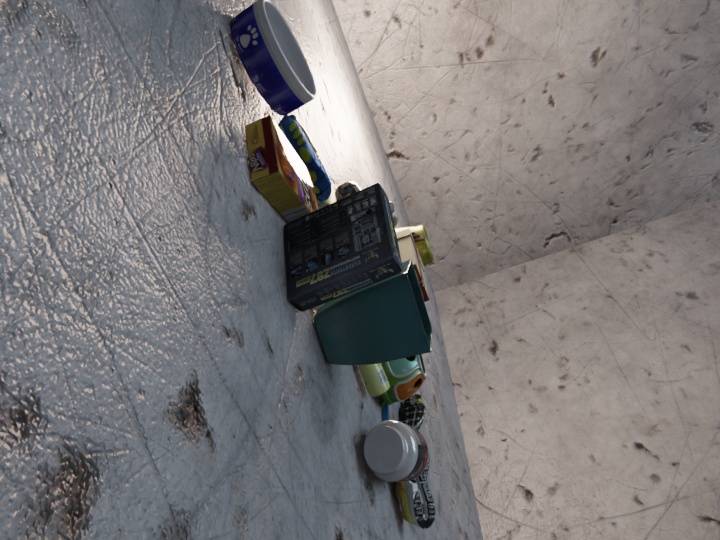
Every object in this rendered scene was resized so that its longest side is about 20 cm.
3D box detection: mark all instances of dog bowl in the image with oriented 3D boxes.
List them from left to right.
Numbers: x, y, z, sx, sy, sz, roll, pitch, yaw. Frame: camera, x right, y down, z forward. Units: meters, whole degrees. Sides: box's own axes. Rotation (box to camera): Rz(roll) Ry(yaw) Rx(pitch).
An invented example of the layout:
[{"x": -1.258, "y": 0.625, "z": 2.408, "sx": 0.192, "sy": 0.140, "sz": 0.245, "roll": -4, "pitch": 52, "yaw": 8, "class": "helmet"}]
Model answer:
[{"x": -0.165, "y": -0.411, "z": 1.069, "sx": 0.203, "sy": 0.077, "sz": 0.202, "roll": 59, "pitch": 15, "yaw": -26, "class": "dog bowl"}]

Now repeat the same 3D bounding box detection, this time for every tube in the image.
[{"x": -0.080, "y": -0.179, "z": 1.307, "sx": 0.202, "sy": 0.050, "sz": 0.059, "roll": -97, "pitch": -152, "yaw": -59, "class": "tube"}, {"x": 0.006, "y": 0.169, "z": 1.200, "sx": 0.057, "sy": 0.051, "sz": 0.206, "roll": -13, "pitch": -81, "yaw": 60, "class": "tube"}]

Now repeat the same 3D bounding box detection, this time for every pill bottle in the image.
[{"x": 0.069, "y": 0.361, "z": 1.100, "sx": 0.200, "sy": 0.107, "sz": 0.114, "roll": 48, "pitch": 26, "yaw": -64, "class": "pill bottle"}]

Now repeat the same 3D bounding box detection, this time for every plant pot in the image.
[{"x": 0.021, "y": 0.089, "z": 1.024, "sx": 0.141, "sy": 0.194, "sz": 0.146, "roll": -50, "pitch": 122, "yaw": -76, "class": "plant pot"}, {"x": 0.149, "y": -0.065, "z": 1.907, "sx": 0.200, "sy": 0.187, "sz": 0.207, "roll": -17, "pitch": 90, "yaw": -78, "class": "plant pot"}]

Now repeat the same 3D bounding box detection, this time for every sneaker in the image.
[{"x": -0.111, "y": -0.238, "z": 1.168, "sx": 0.084, "sy": 0.069, "sz": 0.203, "roll": -79, "pitch": 148, "yaw": -55, "class": "sneaker"}, {"x": 0.106, "y": 0.462, "z": 1.228, "sx": 0.076, "sy": 0.090, "sz": 0.207, "roll": 8, "pitch": 68, "yaw": -30, "class": "sneaker"}, {"x": 0.154, "y": 0.414, "z": 1.554, "sx": 0.200, "sy": 0.075, "sz": 0.083, "roll": -33, "pitch": 114, "yaw": -79, "class": "sneaker"}]

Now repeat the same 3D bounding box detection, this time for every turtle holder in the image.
[{"x": 0.089, "y": 0.227, "z": 1.338, "sx": 0.187, "sy": 0.128, "sz": 0.144, "roll": -84, "pitch": 154, "yaw": -63, "class": "turtle holder"}]

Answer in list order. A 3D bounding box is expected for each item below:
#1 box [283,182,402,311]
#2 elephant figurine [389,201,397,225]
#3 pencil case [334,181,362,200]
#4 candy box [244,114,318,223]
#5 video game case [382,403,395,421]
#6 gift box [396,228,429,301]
[{"x": -0.035, "y": -0.039, "z": 0.931, "sx": 0.051, "sy": 0.195, "sz": 0.162, "roll": 47, "pitch": 27, "yaw": -50, "class": "box"}, {"x": 0.023, "y": -0.141, "z": 1.591, "sx": 0.199, "sy": 0.150, "sz": 0.147, "roll": -161, "pitch": -93, "yaw": -73, "class": "elephant figurine"}, {"x": 0.007, "y": -0.152, "z": 1.433, "sx": 0.201, "sy": 0.077, "sz": 0.090, "roll": 50, "pitch": -8, "yaw": 35, "class": "pencil case"}, {"x": -0.134, "y": -0.165, "z": 0.989, "sx": 0.201, "sy": 0.055, "sz": 0.120, "roll": 54, "pitch": 21, "yaw": -63, "class": "candy box"}, {"x": 0.093, "y": 0.444, "z": 1.334, "sx": 0.145, "sy": 0.017, "sz": 0.205, "roll": -86, "pitch": 158, "yaw": -59, "class": "video game case"}, {"x": 0.123, "y": -0.002, "z": 1.696, "sx": 0.190, "sy": 0.193, "sz": 0.188, "roll": -97, "pitch": 170, "yaw": -48, "class": "gift box"}]
